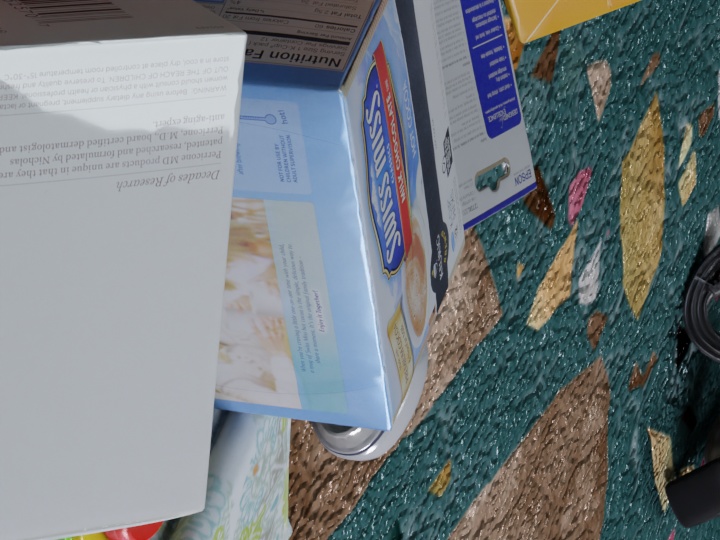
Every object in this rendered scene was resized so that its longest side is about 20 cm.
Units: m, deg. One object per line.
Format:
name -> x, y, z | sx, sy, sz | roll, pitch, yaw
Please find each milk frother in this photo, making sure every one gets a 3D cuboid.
milk frother -> 0.312, 0.089, 2.009 | 0.188, 0.180, 0.201 | 134, -49, -68

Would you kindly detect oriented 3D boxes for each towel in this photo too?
towel -> -0.081, 0.148, 1.254 | 0.172, 0.048, 0.200 | 92, 17, -47

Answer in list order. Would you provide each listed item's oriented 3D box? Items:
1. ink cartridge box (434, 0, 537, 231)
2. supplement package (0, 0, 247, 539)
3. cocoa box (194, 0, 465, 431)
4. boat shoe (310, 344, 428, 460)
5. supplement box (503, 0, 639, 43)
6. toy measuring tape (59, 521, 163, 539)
ink cartridge box -> 0.039, -0.125, 1.358 | 0.095, 0.037, 0.201 | -30, 109, -56
supplement package -> -0.127, -0.010, 1.029 | 0.117, 0.117, 0.201 | -8, 115, -31
cocoa box -> -0.040, -0.048, 1.180 | 0.131, 0.133, 0.201 | -68, 158, -44
boat shoe -> 0.000, 0.000, 1.386 | 0.066, 0.072, 0.201 | 1, 102, -61
supplement box -> 0.088, -0.257, 1.225 | 0.198, 0.132, 0.200 | 68, 2, -52
toy measuring tape -> -0.136, 0.102, 1.115 | 0.200, 0.073, 0.074 | -30, 131, -55
